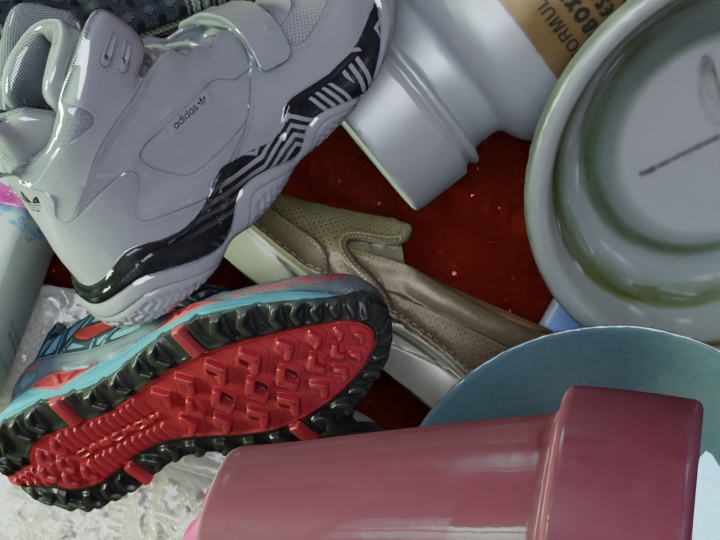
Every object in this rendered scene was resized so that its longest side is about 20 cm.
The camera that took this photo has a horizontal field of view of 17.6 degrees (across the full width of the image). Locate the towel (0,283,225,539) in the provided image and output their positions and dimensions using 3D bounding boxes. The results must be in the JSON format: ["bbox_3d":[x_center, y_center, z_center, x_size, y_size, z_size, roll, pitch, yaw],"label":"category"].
[{"bbox_3d":[-0.124,0.079,1.064,0.200,0.034,0.133,14,86,5],"label":"towel"}]

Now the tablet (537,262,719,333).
[{"bbox_3d":[0.195,0.027,1.059,0.200,0.014,0.130,30,88,6],"label":"tablet"}]

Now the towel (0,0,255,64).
[{"bbox_3d":[-0.160,-0.154,1.014,0.192,0.035,0.200,-24,56,-29],"label":"towel"}]

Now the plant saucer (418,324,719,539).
[{"bbox_3d":[0.109,0.122,0.988,0.201,0.039,0.201,0,93,10],"label":"plant saucer"}]

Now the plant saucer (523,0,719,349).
[{"bbox_3d":[0.159,-0.055,1.006,0.200,0.050,0.200,-9,121,-15],"label":"plant saucer"}]

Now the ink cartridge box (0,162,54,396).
[{"bbox_3d":[-0.204,-0.048,1.030,0.145,0.088,0.200,17,74,4],"label":"ink cartridge box"}]

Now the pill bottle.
[{"bbox_3d":[0.074,-0.123,1.026,0.200,0.114,0.114,-39,85,0],"label":"pill bottle"}]

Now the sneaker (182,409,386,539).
[{"bbox_3d":[-0.039,0.141,0.991,0.095,0.079,0.200,32,74,-5],"label":"sneaker"}]

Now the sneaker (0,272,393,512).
[{"bbox_3d":[-0.073,0.027,0.978,0.200,0.079,0.096,-19,40,29],"label":"sneaker"}]

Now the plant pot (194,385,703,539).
[{"bbox_3d":[0.033,0.139,0.881,0.179,0.200,0.200,4,86,9],"label":"plant pot"}]

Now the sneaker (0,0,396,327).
[{"bbox_3d":[-0.070,-0.084,0.936,0.200,0.075,0.115,-53,125,-18],"label":"sneaker"}]

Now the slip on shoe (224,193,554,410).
[{"bbox_3d":[0.000,0.000,1.041,0.200,0.076,0.061,37,94,2],"label":"slip on shoe"}]
